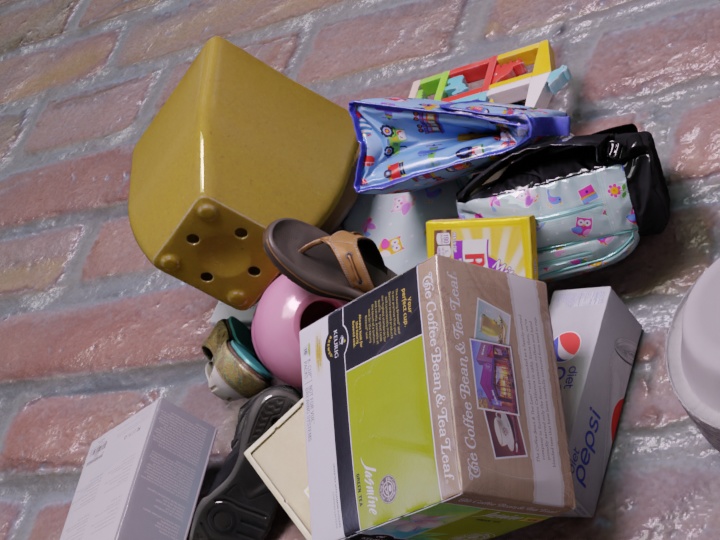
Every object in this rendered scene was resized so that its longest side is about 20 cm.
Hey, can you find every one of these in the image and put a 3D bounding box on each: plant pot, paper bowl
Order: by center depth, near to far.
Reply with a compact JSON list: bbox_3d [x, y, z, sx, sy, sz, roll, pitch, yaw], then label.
[{"bbox_3d":[0.344,0.053,1.211,0.199,0.104,0.202,-24,41,22],"label":"paper bowl"},{"bbox_3d":[-0.129,-0.078,1.549,0.194,0.194,0.201,-48,24,36],"label":"plant pot"},{"bbox_3d":[-0.035,-0.086,1.652,0.201,0.027,0.200,-54,15,21],"label":"plant pot"}]

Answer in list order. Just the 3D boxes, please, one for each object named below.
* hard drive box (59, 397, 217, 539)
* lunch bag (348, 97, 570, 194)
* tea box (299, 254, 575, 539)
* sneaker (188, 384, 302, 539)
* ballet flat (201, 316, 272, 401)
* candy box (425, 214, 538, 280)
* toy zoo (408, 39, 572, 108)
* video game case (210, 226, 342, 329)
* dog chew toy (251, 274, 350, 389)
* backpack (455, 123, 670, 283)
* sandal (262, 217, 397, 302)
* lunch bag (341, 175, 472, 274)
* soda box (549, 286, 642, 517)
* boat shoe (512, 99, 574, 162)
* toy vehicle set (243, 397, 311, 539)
[{"bbox_3d":[-0.240,0.255,1.528,0.155,0.076,0.201,-33,34,45],"label":"hard drive box"},{"bbox_3d":[0.108,-0.128,1.453,0.198,0.150,0.095,-3,94,21],"label":"lunch bag"},{"bbox_3d":[0.059,0.122,1.253,0.196,0.133,0.202,-29,57,46],"label":"tea box"},{"bbox_3d":[-0.109,0.204,1.505,0.114,0.076,0.201,-81,15,-82],"label":"sneaker"},{"bbox_3d":[-0.138,0.105,1.597,0.071,0.071,0.200,-42,17,1],"label":"ballet flat"},{"bbox_3d":[0.115,0.052,1.362,0.101,0.026,0.202,-3,93,19],"label":"candy box"},{"bbox_3d":[0.134,-0.183,1.589,0.198,0.021,0.132,-14,38,28],"label":"toy zoo"},{"bbox_3d":[-0.070,-0.021,1.717,0.181,0.024,0.201,-5,51,39],"label":"video game case"},{"bbox_3d":[-0.059,0.062,1.532,0.125,0.124,0.200,-53,9,-13],"label":"dog chew toy"},{"bbox_3d":[0.190,-0.058,1.408,0.198,0.128,0.167,-16,0,14],"label":"backpack"},{"bbox_3d":[0.000,0.000,1.435,0.055,0.199,0.082,-55,7,36],"label":"sandal"},{"bbox_3d":[0.068,-0.035,1.564,0.160,0.077,0.201,-33,38,11],"label":"lunch bag"},{"bbox_3d":[0.189,0.115,1.318,0.063,0.068,0.201,-7,50,39],"label":"soda box"},{"bbox_3d":[0.187,-0.128,1.553,0.074,0.065,0.200,-44,37,-2],"label":"boat shoe"},{"bbox_3d":[-0.006,0.203,1.380,0.124,0.027,0.200,-42,61,1],"label":"toy vehicle set"}]
